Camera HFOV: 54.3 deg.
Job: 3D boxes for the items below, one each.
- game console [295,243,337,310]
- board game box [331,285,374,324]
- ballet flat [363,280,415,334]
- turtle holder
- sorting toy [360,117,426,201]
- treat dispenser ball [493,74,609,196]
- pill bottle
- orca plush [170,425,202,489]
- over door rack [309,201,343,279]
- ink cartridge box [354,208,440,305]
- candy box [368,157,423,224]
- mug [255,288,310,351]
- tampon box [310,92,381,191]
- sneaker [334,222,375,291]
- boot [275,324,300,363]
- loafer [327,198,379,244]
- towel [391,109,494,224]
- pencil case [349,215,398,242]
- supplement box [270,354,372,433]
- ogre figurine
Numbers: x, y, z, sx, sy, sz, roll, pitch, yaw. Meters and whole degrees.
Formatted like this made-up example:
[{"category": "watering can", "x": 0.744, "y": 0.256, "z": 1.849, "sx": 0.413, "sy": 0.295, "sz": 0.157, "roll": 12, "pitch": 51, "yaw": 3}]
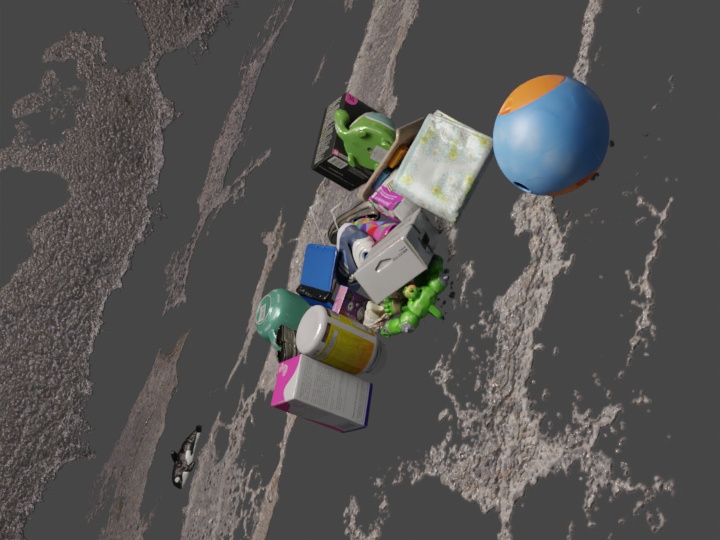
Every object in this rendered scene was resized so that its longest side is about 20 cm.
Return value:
[{"category": "game console", "x": -0.075, "y": 0.037, "z": 1.752, "sx": 0.119, "sy": 0.171, "sz": 0.199, "roll": -51, "pitch": 23, "yaw": -13}, {"category": "board game box", "x": -0.039, "y": 0.150, "z": 1.635, "sx": 0.032, "sy": 0.119, "sz": 0.205, "roll": 13, "pitch": 80, "yaw": 43}, {"category": "ballet flat", "x": 0.053, "y": 0.079, "z": 1.590, "sx": 0.200, "sy": 0.063, "sz": 0.077, "roll": -45, "pitch": 35, "yaw": 34}, {"category": "turtle holder", "x": 0.020, "y": -0.350, "z": 1.864, "sx": 0.180, "sy": 0.143, "sz": 0.134, "roll": 6, "pitch": 49, "yaw": 17}, {"category": "sorting toy", "x": 0.089, "y": -0.267, "z": 1.708, "sx": 0.185, "sy": 0.036, "sz": 0.202, "roll": -37, "pitch": -18, "yaw": -56}, {"category": "treat dispenser ball", "x": 0.329, "y": -0.232, "z": 1.216, "sx": 0.200, "sy": 0.198, "sz": 0.205, "roll": -39, "pitch": 38, "yaw": 39}, {"category": "pill bottle", "x": -0.036, "y": 0.160, "z": 1.537, "sx": 0.109, "sy": 0.197, "sz": 0.111, "roll": -38, "pitch": 38, "yaw": 38}, {"category": "orca plush", "x": -0.570, "y": 0.590, "z": 2.252, "sx": 0.105, "sy": 0.070, "sz": 0.204, "roll": 23, "pitch": 89, "yaw": 61}, {"category": "over door rack", "x": -0.085, "y": -0.072, "z": 1.840, "sx": 0.147, "sy": 0.065, "sz": 0.205, "roll": 16, "pitch": 120, "yaw": 61}, {"category": "ink cartridge box", "x": 0.082, "y": -0.033, "z": 1.494, "sx": 0.143, "sy": 0.084, "sz": 0.200, "roll": -37, "pitch": 8, "yaw": 25}, {"category": "candy box", "x": 0.125, "y": -0.208, "z": 1.632, "sx": 0.201, "sy": 0.061, "sz": 0.136, "roll": -48, "pitch": 29, "yaw": -4}, {"category": "mug", "x": -0.220, "y": 0.134, "z": 1.958, "sx": 0.155, "sy": 0.113, "sz": 0.185, "roll": -63, "pitch": 28, "yaw": 4}, {"category": "tampon box", "x": -0.032, "y": -0.361, "z": 1.976, "sx": 0.125, "sy": 0.148, "sz": 0.205, "roll": -19, "pitch": 53, "yaw": 53}, {"category": "sneaker", "x": 0.000, "y": 0.000, "z": 1.679, "sx": 0.146, "sy": 0.079, "sz": 0.204, "roll": 45, "pitch": 145, "yaw": 46}, {"category": "boot", "x": -0.156, "y": 0.163, "z": 1.810, "sx": 0.068, "sy": 0.129, "sz": 0.204, "roll": -40, "pitch": 37, "yaw": 35}, {"category": "loafer", "x": -0.020, "y": -0.123, "z": 1.865, "sx": 0.199, "sy": 0.071, "sz": 0.064, "roll": -41, "pitch": 43, "yaw": 35}, {"category": "towel", "x": 0.181, "y": -0.227, "z": 1.520, "sx": 0.169, "sy": 0.048, "sz": 0.203, "roll": 30, "pitch": 92, "yaw": 22}, {"category": "pencil case", "x": 0.046, "y": -0.084, "z": 1.707, "sx": 0.199, "sy": 0.087, "sz": 0.090, "roll": 20, "pitch": 85, "yaw": 60}, {"category": "supplement box", "x": -0.082, "y": 0.272, "z": 1.531, "sx": 0.100, "sy": 0.197, "sz": 0.106, "roll": -25, "pitch": 47, "yaw": 48}, {"category": "ogre figurine", "x": 0.121, "y": 0.058, "z": 1.464, "sx": 0.198, "sy": 0.099, "sz": 0.120, "roll": -34, "pitch": 14, "yaw": -9}]
